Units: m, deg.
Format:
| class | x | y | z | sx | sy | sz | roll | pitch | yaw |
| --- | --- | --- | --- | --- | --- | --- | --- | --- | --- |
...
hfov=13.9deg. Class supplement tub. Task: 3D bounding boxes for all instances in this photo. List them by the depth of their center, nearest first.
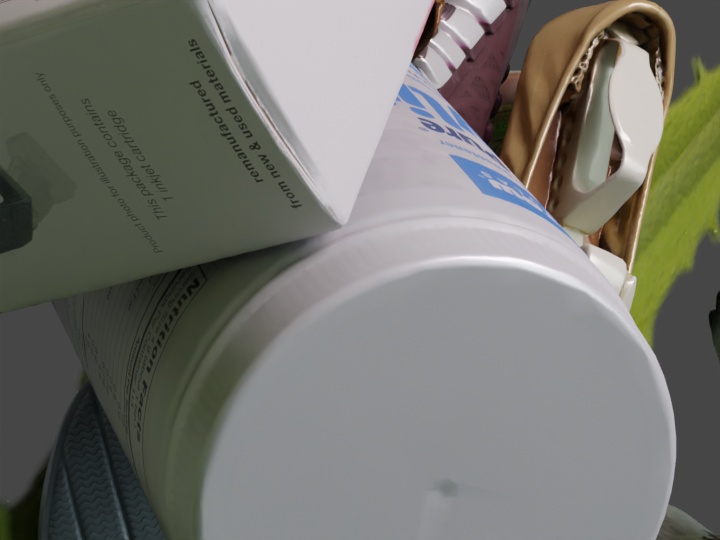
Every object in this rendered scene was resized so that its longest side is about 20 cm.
| class | x | y | z | sx | sy | sz | roll | pitch | yaw |
| --- | --- | --- | --- | --- | --- | --- | --- | --- | --- |
| supplement tub | -0.009 | 0.015 | 0.802 | 0.132 | 0.132 | 0.200 | 60 | -4 | -30 |

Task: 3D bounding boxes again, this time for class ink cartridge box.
| class | x | y | z | sx | sy | sz | roll | pitch | yaw |
| --- | --- | --- | --- | --- | --- | --- | --- | --- | --- |
| ink cartridge box | -0.087 | -0.063 | 0.774 | 0.085 | 0.199 | 0.146 | 59 | 33 | -31 |

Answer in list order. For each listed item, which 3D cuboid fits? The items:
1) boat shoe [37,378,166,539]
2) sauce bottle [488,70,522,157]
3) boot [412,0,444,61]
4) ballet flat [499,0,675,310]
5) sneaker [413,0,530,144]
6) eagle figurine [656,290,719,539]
| class | x | y | z | sx | sy | sz | roll | pitch | yaw |
| --- | --- | --- | --- | --- | --- | --- | --- | --- | --- |
| boat shoe | -0.058 | 0.128 | 0.912 | 0.067 | 0.073 | 0.201 | 87 | -3 | -75 |
| sauce bottle | 0.066 | 0.018 | 1.148 | 0.065 | 0.065 | 0.201 | 41 | 36 | -48 |
| boot | 0.009 | -0.130 | 1.057 | 0.200 | 0.076 | 0.156 | 95 | -7 | -66 |
| ballet flat | 0.076 | -0.015 | 1.083 | 0.068 | 0.063 | 0.201 | 24 | 63 | -26 |
| sneaker | 0.023 | -0.051 | 1.131 | 0.200 | 0.075 | 0.116 | -55 | 138 | -50 |
| eagle figurine | 0.177 | 0.116 | 1.253 | 0.151 | 0.200 | 0.152 | 27 | 6 | -10 |
